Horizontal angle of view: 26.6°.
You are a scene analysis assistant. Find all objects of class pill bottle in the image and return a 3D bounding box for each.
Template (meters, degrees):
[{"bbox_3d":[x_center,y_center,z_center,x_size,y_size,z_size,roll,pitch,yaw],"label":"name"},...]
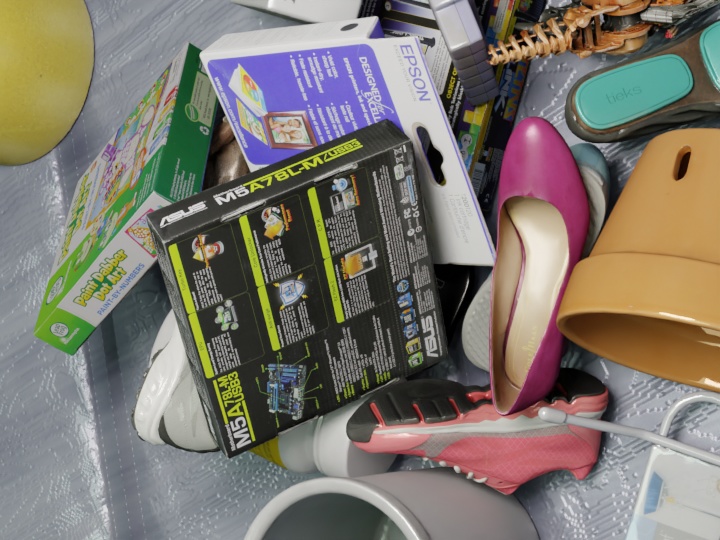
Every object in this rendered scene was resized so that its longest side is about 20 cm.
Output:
[{"bbox_3d":[-0.065,0.096,1.240,0.198,0.114,0.116,22,99,29],"label":"pill bottle"}]

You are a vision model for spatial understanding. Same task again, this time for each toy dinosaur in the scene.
[{"bbox_3d":[-0.124,-0.071,1.305,0.135,0.085,0.202,-2,65,68],"label":"toy dinosaur"},{"bbox_3d":[0.176,-0.197,1.084,0.136,0.198,0.103,37,125,51],"label":"toy dinosaur"}]

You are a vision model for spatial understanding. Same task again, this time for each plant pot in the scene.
[{"bbox_3d":[-0.367,-0.204,1.410,0.198,0.141,0.203,-1,88,29],"label":"plant pot"},{"bbox_3d":[0.243,-0.006,1.031,0.198,0.200,0.142,8,76,30],"label":"plant pot"}]

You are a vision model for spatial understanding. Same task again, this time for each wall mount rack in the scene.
[{"bbox_3d":[0.198,0.178,1.091,0.172,0.075,0.202,17,97,13],"label":"wall mount rack"}]

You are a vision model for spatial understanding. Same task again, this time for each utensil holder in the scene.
[{"bbox_3d":[0.030,0.232,1.130,0.168,0.199,0.172,-1,88,31],"label":"utensil holder"}]

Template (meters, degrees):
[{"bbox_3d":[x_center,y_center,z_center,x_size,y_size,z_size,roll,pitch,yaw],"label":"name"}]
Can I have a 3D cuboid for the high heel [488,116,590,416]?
[{"bbox_3d":[0.117,0.000,1.060,0.067,0.096,0.202,4,117,28],"label":"high heel"}]

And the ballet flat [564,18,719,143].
[{"bbox_3d":[0.240,-0.137,1.087,0.197,0.068,0.069,-14,77,3],"label":"ballet flat"}]

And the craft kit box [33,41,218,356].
[{"bbox_3d":[-0.191,-0.061,1.272,0.198,0.048,0.201,-48,25,35],"label":"craft kit box"}]

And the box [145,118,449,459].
[{"bbox_3d":[-0.039,0.015,1.095,0.048,0.191,0.202,-129,21,-52],"label":"box"}]

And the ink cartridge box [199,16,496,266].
[{"bbox_3d":[-0.001,-0.092,1.141,0.198,0.043,0.200,2,128,35],"label":"ink cartridge box"}]

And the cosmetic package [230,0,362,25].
[{"bbox_3d":[-0.045,-0.247,1.197,0.070,0.200,0.103,14,98,-15],"label":"cosmetic package"}]

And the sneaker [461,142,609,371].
[{"bbox_3d":[0.141,-0.009,1.158,0.073,0.082,0.201,30,125,3],"label":"sneaker"}]

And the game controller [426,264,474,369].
[{"bbox_3d":[0.000,0.000,1.247,0.199,0.042,0.105,27,101,28],"label":"game controller"}]

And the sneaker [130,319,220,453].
[{"bbox_3d":[-0.107,0.045,1.178,0.078,0.074,0.203,16,87,18],"label":"sneaker"}]

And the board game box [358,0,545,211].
[{"bbox_3d":[0.049,-0.165,1.216,0.164,0.056,0.203,19,97,31],"label":"board game box"}]

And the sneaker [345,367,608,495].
[{"bbox_3d":[0.089,0.130,1.136,0.197,0.074,0.088,-4,108,-3],"label":"sneaker"}]

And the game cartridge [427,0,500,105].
[{"bbox_3d":[0.051,-0.232,1.111,0.038,0.130,0.202,-21,76,2],"label":"game cartridge"}]
